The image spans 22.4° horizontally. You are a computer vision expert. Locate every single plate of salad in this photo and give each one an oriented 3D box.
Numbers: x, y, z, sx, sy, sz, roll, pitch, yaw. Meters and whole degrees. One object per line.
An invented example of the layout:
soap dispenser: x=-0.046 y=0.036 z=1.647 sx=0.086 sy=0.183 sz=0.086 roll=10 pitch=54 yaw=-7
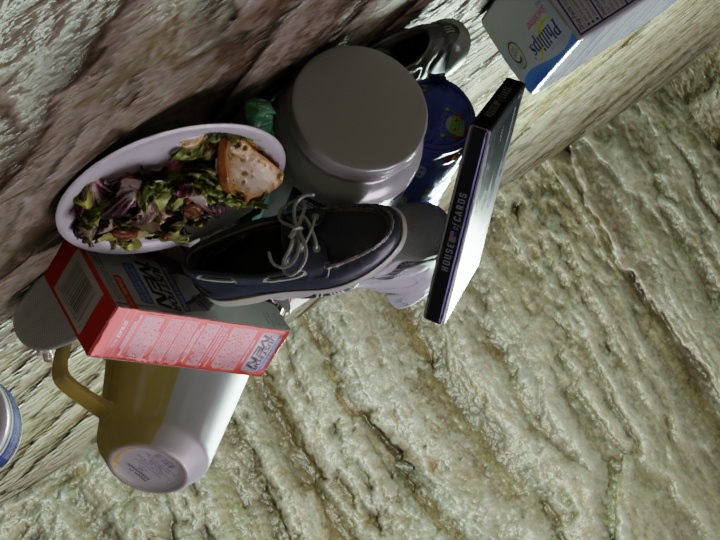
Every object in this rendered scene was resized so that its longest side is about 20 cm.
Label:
plate of salad: x=-0.154 y=-0.057 z=1.508 sx=0.198 sy=0.048 sz=0.200 roll=-18 pitch=157 yaw=-8

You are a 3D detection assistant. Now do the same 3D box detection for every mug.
mug: x=-0.211 y=0.131 z=1.806 sx=0.150 sy=0.185 sz=0.154 roll=100 pitch=1 yaw=-51

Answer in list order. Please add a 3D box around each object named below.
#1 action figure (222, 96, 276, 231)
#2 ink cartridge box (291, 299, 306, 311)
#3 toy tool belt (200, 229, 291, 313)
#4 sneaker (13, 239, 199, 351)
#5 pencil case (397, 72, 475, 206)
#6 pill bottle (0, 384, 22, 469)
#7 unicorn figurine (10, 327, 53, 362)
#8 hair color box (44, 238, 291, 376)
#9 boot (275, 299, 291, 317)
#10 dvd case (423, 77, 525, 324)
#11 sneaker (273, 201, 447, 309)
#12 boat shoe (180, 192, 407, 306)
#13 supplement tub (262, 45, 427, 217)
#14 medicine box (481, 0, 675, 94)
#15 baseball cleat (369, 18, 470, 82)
action figure: x=-0.108 y=-0.088 z=1.615 sx=0.054 sy=0.119 sz=0.201 roll=-3 pitch=147 yaw=-20
ink cartridge box: x=-0.097 y=-0.021 z=2.102 sx=0.199 sy=0.126 sz=0.129 roll=-35 pitch=176 yaw=6
toy tool belt: x=-0.109 y=0.000 z=1.837 sx=0.201 sy=0.122 sz=0.125 roll=-68 pitch=167 yaw=10
sneaker: x=-0.235 y=0.007 z=1.754 sx=0.199 sy=0.074 sz=0.115 roll=-37 pitch=172 yaw=15
pencil case: x=0.052 y=-0.110 z=1.762 sx=0.078 sy=0.086 sz=0.200 roll=-61 pitch=178 yaw=-27
pill bottle: x=-0.406 y=0.159 z=1.869 sx=0.111 sy=0.112 sz=0.200 roll=-33 pitch=175 yaw=-8
unicorn figurine: x=-0.253 y=0.034 z=1.870 sx=0.138 sy=0.074 sz=0.199 roll=-49 pitch=163 yaw=30
hair color box: x=-0.173 y=0.030 z=1.646 sx=0.199 sy=0.111 sz=0.064 roll=11 pitch=123 yaw=-44
boot: x=-0.095 y=-0.013 z=1.960 sx=0.138 sy=0.077 sz=0.202 roll=-157 pitch=-100 yaw=-82
dvd case: x=0.108 y=-0.067 z=1.724 sx=0.150 sy=0.025 sz=0.202 roll=-53 pitch=159 yaw=-62
sneaker: x=0.000 y=0.000 z=1.794 sx=0.198 sy=0.076 sz=0.115 roll=-16 pitch=155 yaw=5
boat shoe: x=-0.059 y=-0.021 z=1.563 sx=0.198 sy=0.076 sz=0.062 roll=-10 pitch=155 yaw=21
supplement tub: x=-0.023 y=-0.100 z=1.651 sx=0.140 sy=0.141 sz=0.200 roll=-32 pitch=168 yaw=-25
medicine box: x=0.246 y=-0.294 z=1.861 sx=0.199 sy=0.103 sz=0.182 roll=-33 pitch=175 yaw=-15
baseball cleat: x=0.017 y=-0.181 z=1.756 sx=0.106 sy=0.070 sz=0.200 roll=-8 pitch=152 yaw=-47
